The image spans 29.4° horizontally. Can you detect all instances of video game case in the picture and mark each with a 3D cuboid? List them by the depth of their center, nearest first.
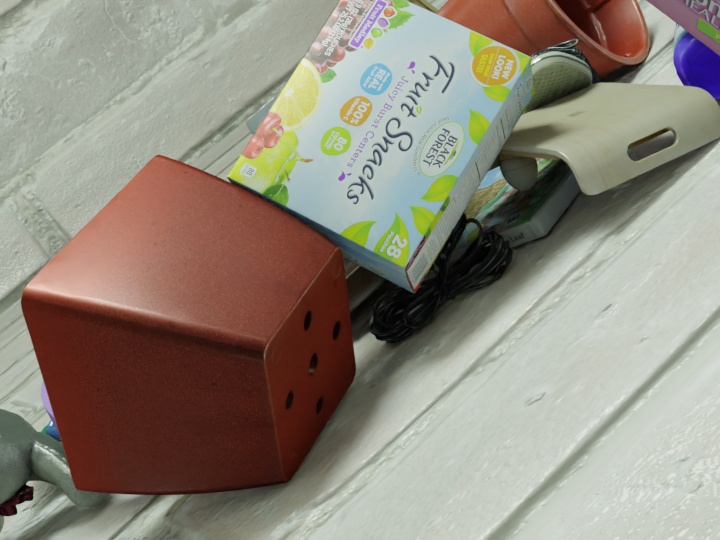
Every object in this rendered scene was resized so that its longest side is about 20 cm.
[{"bbox_3d":[0.139,-0.068,1.255,0.182,0.022,0.200,-22,20,46],"label":"video game case"}]

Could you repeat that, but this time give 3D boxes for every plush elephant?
[{"bbox_3d":[-0.366,0.218,1.299,0.164,0.155,0.200,0,26,-46],"label":"plush elephant"}]

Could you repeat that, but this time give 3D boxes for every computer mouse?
[{"bbox_3d":[0.030,-0.049,1.167,0.138,0.200,0.053,-35,-15,12],"label":"computer mouse"}]

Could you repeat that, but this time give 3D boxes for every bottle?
[{"bbox_3d":[0.318,-0.212,1.204,0.083,0.065,0.200,-28,16,25],"label":"bottle"}]

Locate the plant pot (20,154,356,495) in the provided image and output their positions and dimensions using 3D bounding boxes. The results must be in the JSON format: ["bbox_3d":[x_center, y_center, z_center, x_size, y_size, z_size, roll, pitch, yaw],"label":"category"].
[{"bbox_3d":[-0.112,0.054,1.054,0.176,0.201,0.200,10,39,22],"label":"plant pot"}]

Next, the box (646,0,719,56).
[{"bbox_3d":[0.338,-0.264,1.073,0.200,0.097,0.176,-38,58,-9],"label":"box"}]

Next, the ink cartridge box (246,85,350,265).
[{"bbox_3d":[-0.015,-0.119,1.235,0.160,0.200,0.047,-43,44,-13],"label":"ink cartridge box"}]

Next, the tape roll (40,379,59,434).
[{"bbox_3d":[-0.186,0.100,1.255,0.199,0.066,0.200,-15,31,9],"label":"tape roll"}]

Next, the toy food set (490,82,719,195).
[{"bbox_3d":[0.187,-0.102,1.136,0.143,0.061,0.200,-24,18,-20],"label":"toy food set"}]

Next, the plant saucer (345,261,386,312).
[{"bbox_3d":[0.000,0.000,1.297,0.200,0.032,0.200,-42,7,6],"label":"plant saucer"}]

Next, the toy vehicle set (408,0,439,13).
[{"bbox_3d":[0.059,-0.204,1.553,0.026,0.124,0.200,-14,47,56],"label":"toy vehicle set"}]

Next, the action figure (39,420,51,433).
[{"bbox_3d":[-0.326,0.185,1.488,0.118,0.055,0.200,-42,8,-15],"label":"action figure"}]

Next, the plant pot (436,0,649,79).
[{"bbox_3d":[0.170,-0.251,1.473,0.195,0.201,0.201,-37,11,36],"label":"plant pot"}]

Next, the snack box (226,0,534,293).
[{"bbox_3d":[0.019,-0.110,1.094,0.200,0.168,0.068,-58,-18,-11],"label":"snack box"}]

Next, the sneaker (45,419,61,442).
[{"bbox_3d":[-0.224,0.128,1.360,0.200,0.085,0.077,-37,14,-7],"label":"sneaker"}]

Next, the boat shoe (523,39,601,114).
[{"bbox_3d":[0.179,-0.175,1.262,0.075,0.062,0.200,-35,-14,19],"label":"boat shoe"}]
